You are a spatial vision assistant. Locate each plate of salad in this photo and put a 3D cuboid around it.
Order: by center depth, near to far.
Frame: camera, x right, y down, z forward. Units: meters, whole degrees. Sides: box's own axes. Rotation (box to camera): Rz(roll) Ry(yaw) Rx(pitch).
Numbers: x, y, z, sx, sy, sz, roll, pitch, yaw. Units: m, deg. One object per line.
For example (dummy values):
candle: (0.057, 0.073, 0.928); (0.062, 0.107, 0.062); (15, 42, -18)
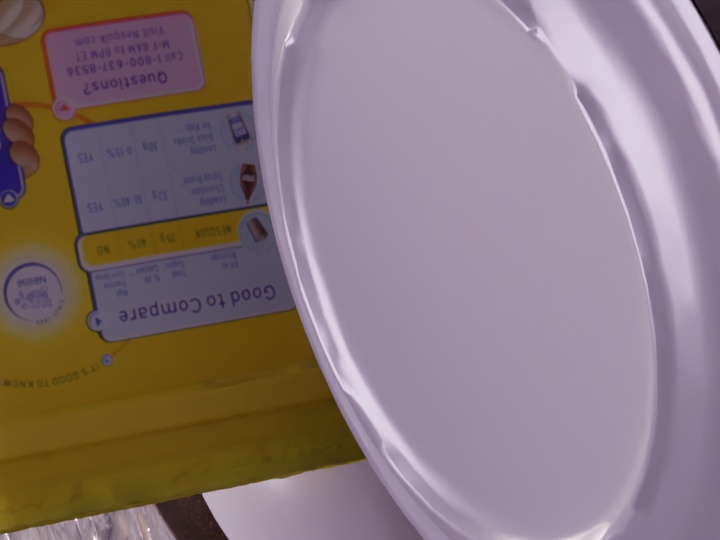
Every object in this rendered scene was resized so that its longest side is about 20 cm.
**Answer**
plate of salad: (0.038, -0.009, 0.639); (0.200, 0.048, 0.200); (38, 138, 44)

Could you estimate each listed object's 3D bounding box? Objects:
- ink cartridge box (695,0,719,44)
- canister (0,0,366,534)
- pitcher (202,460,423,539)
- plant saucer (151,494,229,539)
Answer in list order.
ink cartridge box: (0.050, -0.075, 0.753); (0.200, 0.083, 0.147); (115, 140, -61)
canister: (-0.077, -0.034, 0.793); (0.087, 0.148, 0.201); (156, 104, -72)
pitcher: (0.000, 0.000, 0.933); (0.172, 0.121, 0.201); (8, -110, -77)
plant saucer: (-0.032, 0.070, 1.039); (0.200, 0.032, 0.200); (52, -167, -17)
